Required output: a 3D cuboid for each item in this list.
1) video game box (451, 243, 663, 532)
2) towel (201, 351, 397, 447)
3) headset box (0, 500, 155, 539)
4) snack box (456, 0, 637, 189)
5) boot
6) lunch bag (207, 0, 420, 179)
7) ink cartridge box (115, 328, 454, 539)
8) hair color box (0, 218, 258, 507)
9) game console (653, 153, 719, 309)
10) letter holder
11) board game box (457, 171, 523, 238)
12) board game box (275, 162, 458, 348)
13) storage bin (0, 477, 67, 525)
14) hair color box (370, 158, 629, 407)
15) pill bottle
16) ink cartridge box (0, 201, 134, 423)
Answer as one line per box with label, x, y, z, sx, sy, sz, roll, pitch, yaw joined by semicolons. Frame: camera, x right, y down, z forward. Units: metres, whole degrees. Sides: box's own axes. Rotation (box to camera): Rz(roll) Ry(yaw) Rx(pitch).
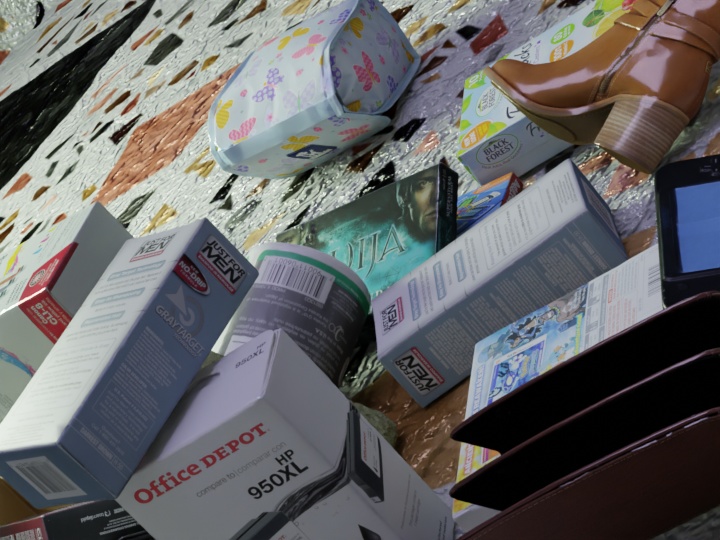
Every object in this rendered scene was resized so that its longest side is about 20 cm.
video game box;0.153;0.082;1.430;0.182;0.047;0.200;-28;26;25
towel;-0.069;0.126;1.545;0.148;0.200;0.037;-83;13;-59
headset box;-0.181;0.206;1.573;0.148;0.075;0.200;-13;-5;-23
snack box;0.181;-0.166;1.821;0.200;0.053;0.142;-31;24;24
boot;0.207;-0.176;1.699;0.200;0.074;0.155;29;87;38
lunch bag;-0.051;-0.176;2.134;0.169;0.127;0.200;-25;18;30
ink cartridge box;-0.053;0.159;1.424;0.145;0.200;0.084;-32;24;24
hair color box;-0.162;0.063;1.414;0.099;0.061;0.200;-13;39;48
game console;0.276;-0.072;1.394;0.172;0.119;0.200;-9;31;12
letter holder;0.146;0.098;1.247;0.200;0.142;0.101;-31;61;26
board game box;0.049;-0.013;1.807;0.200;0.019;0.103;-24;30;37
board game box;0.000;0.000;1.786;0.200;0.028;0.135;-22;52;38
storage bin;-0.306;0.279;1.762;0.200;0.094;0.198;-50;23;-20
hair color box;0.105;0.009;1.620;0.200;0.061;0.099;-36;23;14
pill bottle;-0.074;0.087;1.677;0.113;0.113;0.200;-13;48;50
ink cartridge box;-0.309;0.056;2.104;0.200;0.145;0.145;-26;27;35
